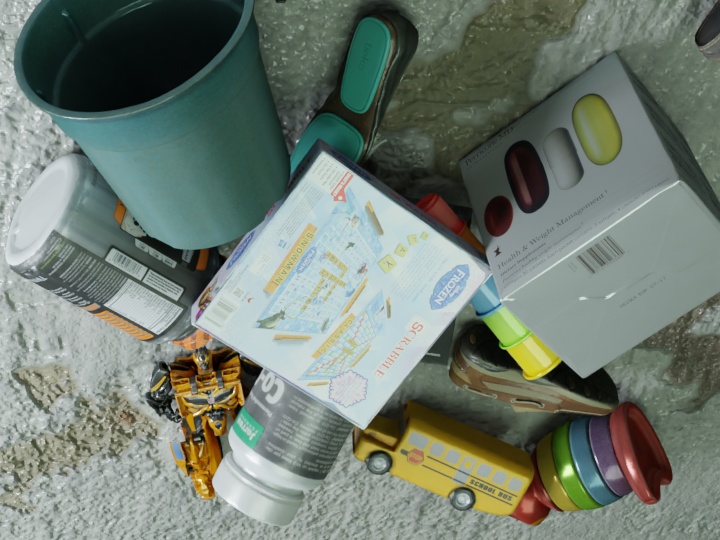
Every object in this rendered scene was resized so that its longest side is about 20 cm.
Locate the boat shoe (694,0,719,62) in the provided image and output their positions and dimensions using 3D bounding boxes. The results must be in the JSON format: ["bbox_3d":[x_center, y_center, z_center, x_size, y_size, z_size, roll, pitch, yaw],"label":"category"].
[{"bbox_3d":[0.349,-0.276,1.111,0.073,0.075,0.201,27,113,-18],"label":"boat shoe"}]

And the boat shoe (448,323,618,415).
[{"bbox_3d":[0.189,0.120,1.430,0.199,0.076,0.074,20,131,-15],"label":"boat shoe"}]

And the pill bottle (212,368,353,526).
[{"bbox_3d":[-0.067,0.155,1.334,0.113,0.113,0.201,25,96,-29],"label":"pill bottle"}]

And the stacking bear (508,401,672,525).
[{"bbox_3d":[0.248,0.239,1.519,0.199,0.121,0.114,-25,87,26],"label":"stacking bear"}]

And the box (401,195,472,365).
[{"bbox_3d":[0.000,0.000,1.246,0.198,0.050,0.159,9,94,-17],"label":"box"}]

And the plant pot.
[{"bbox_3d":[-0.155,-0.134,1.069,0.199,0.201,0.197,-16,141,4],"label":"plant pot"}]

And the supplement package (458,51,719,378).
[{"bbox_3d":[0.221,-0.053,1.190,0.191,0.201,0.147,-35,128,19],"label":"supplement package"}]

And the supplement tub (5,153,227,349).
[{"bbox_3d":[-0.217,-0.011,1.200,0.199,0.123,0.122,32,119,-33],"label":"supplement tub"}]

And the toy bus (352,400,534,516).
[{"bbox_3d":[0.092,0.211,1.466,0.199,0.065,0.079,25,108,-9],"label":"toy bus"}]

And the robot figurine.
[{"bbox_3d":[-0.153,0.163,1.408,0.144,0.058,0.201,-13,132,-2],"label":"robot figurine"}]

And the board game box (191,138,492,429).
[{"bbox_3d":[-0.017,0.017,1.167,0.199,0.041,0.200,34,105,-20],"label":"board game box"}]

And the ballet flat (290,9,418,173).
[{"bbox_3d":[0.000,-0.140,1.158,0.068,0.068,0.201,-16,142,-54],"label":"ballet flat"}]

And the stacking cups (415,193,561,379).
[{"bbox_3d":[0.117,0.016,1.226,0.060,0.061,0.200,-37,105,22],"label":"stacking cups"}]

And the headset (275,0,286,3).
[{"bbox_3d":[-0.002,-0.292,1.009,0.199,0.094,0.124,-37,128,7],"label":"headset"}]
